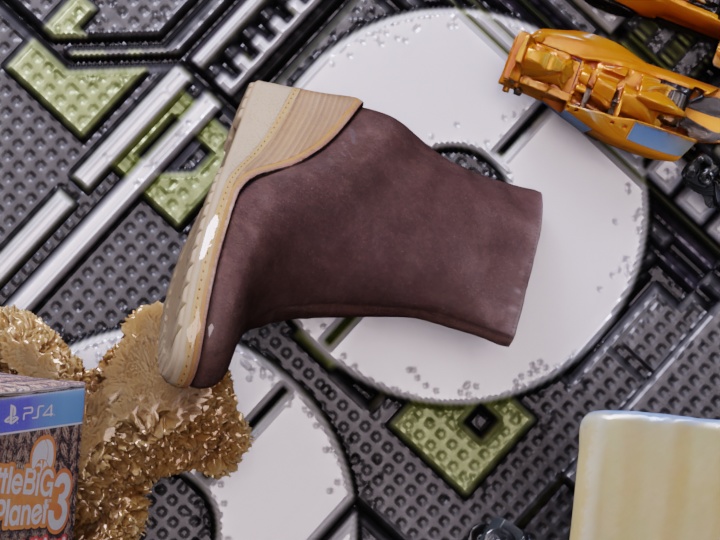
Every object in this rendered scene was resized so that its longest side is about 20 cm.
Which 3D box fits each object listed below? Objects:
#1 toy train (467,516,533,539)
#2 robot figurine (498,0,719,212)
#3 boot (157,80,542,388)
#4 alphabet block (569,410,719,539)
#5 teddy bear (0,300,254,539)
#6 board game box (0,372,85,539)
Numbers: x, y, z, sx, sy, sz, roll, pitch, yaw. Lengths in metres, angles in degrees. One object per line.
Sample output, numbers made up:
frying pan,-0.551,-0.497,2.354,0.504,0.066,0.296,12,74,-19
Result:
toy train,0.028,0.214,1.283,0.046,0.034,0.200,36,83,-13
robot figurine,0.179,-0.105,1.302,0.199,0.058,0.145,19,86,-2
boot,0.000,0.000,1.240,0.166,0.072,0.200,23,49,-6
alphabet block,0.194,0.186,1.187,0.196,0.195,0.201,4,77,13
teddy bear,-0.152,0.092,1.270,0.145,0.067,0.200,43,91,9
board game box,-0.227,0.143,1.195,0.159,0.097,0.201,6,93,24
